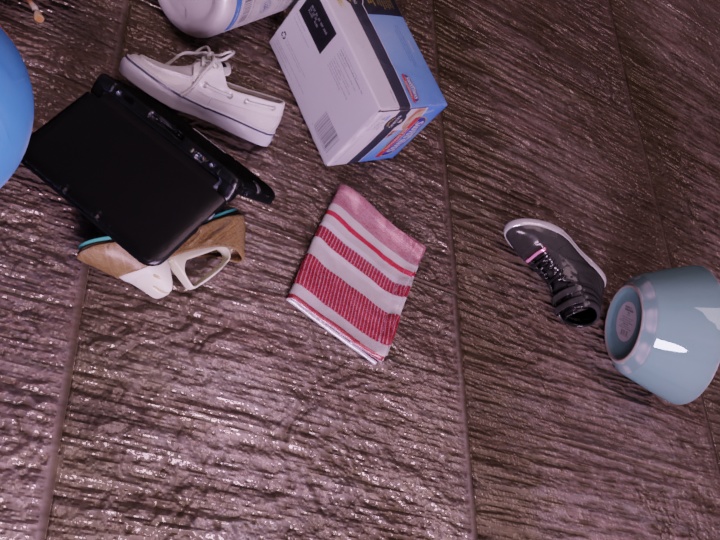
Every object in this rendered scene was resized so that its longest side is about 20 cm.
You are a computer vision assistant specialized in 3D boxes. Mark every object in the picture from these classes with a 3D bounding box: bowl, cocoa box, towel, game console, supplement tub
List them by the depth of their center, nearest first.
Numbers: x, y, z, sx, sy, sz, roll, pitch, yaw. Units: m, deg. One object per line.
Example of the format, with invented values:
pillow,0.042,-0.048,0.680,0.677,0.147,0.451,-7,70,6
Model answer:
game console,-0.216,-0.100,0.913,0.199,0.117,0.176,38,7,13
towel,0.000,0.000,1.074,0.143,0.023,0.201,36,47,-15
supplement tub,-0.154,-0.383,1.110,0.133,0.132,0.200,51,44,0
cocoa box,-0.004,-0.261,1.151,0.130,0.133,0.202,-13,72,-42
bowl,0.424,0.085,1.261,0.103,0.202,0.203,9,56,-10

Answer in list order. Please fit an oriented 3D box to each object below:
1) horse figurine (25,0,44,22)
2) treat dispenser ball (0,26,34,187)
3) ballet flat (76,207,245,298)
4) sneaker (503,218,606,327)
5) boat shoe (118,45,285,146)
horse figurine,-0.422,-0.292,0.895,0.198,0.050,0.133,-17,67,-38
treat dispenser ball,-0.380,-0.142,0.734,0.199,0.200,0.204,19,53,-28
ballet flat,-0.195,-0.013,0.908,0.199,0.067,0.073,-18,92,-48
sneaker,0.284,0.007,1.258,0.199,0.070,0.100,35,42,-22
boat shoe,-0.173,-0.220,1.011,0.200,0.087,0.075,22,18,-28
